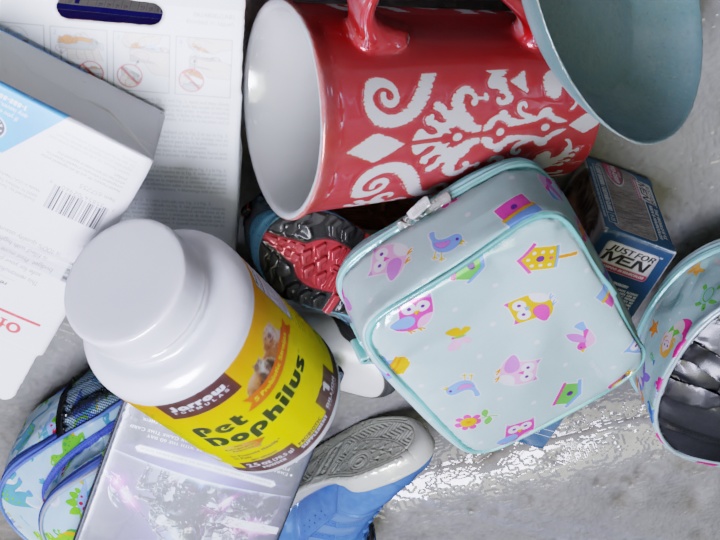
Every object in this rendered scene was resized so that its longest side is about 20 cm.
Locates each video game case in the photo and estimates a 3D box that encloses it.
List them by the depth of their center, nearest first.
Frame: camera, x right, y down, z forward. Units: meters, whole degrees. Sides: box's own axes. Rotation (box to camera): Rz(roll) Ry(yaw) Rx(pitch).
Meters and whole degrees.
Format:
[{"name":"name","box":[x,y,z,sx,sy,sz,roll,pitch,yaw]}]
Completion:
[{"name":"video game case","box":[-0.113,0.141,0.908,0.143,0.019,0.200,18,102,-16]}]

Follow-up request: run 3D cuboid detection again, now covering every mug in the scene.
[{"name":"mug","box":[0.049,-0.110,0.777,0.200,0.134,0.177,-6,171,-24]}]

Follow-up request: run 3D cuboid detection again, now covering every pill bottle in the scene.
[{"name":"pill bottle","box":[-0.095,0.047,0.772,0.109,0.109,0.200,-21,149,13]}]

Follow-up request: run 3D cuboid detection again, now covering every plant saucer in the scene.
[{"name":"plant saucer","box":[0.143,-0.171,0.758,0.039,0.201,0.201,-9,132,41]}]

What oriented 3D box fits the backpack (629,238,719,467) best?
[{"name":"backpack","box":[0.305,0.062,0.942,0.200,0.151,0.178,8,123,-17]}]

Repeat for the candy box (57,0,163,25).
[{"name":"candy box","box":[-0.197,-0.111,0.842,0.200,0.077,0.169,6,125,-5]}]

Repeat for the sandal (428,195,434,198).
[{"name":"sandal","box":[0.075,-0.018,0.930,0.079,0.059,0.207,20,122,-16]}]

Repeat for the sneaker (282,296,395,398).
[{"name":"sneaker","box":[-0.067,0.055,0.939,0.200,0.080,0.074,23,134,0]}]

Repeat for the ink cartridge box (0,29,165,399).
[{"name":"ink cartridge box","box":[-0.216,-0.029,0.756,0.116,0.068,0.200,27,117,-18]}]

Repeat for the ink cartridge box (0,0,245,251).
[{"name":"ink cartridge box","box":[-0.153,-0.096,0.785,0.160,0.047,0.200,4,120,-5]}]

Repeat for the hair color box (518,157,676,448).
[{"name":"hair color box","box":[0.151,0.026,0.941,0.060,0.100,0.200,19,123,-14]}]

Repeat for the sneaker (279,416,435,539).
[{"name":"sneaker","box":[-0.001,0.203,1.077,0.200,0.077,0.111,-29,116,23]}]

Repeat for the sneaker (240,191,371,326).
[{"name":"sneaker","box":[0.000,0.000,0.873,0.200,0.096,0.079,36,94,-35]}]

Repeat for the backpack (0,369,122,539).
[{"name":"backpack","box":[-0.182,0.168,1.004,0.200,0.147,0.183,-29,119,22]}]

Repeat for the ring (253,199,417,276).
[{"name":"ring","box":[0.012,0.022,0.941,0.200,0.019,0.201,12,134,12]}]

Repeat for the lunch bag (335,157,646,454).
[{"name":"lunch bag","box":[0.081,0.028,0.805,0.160,0.077,0.200,-30,135,10]}]
